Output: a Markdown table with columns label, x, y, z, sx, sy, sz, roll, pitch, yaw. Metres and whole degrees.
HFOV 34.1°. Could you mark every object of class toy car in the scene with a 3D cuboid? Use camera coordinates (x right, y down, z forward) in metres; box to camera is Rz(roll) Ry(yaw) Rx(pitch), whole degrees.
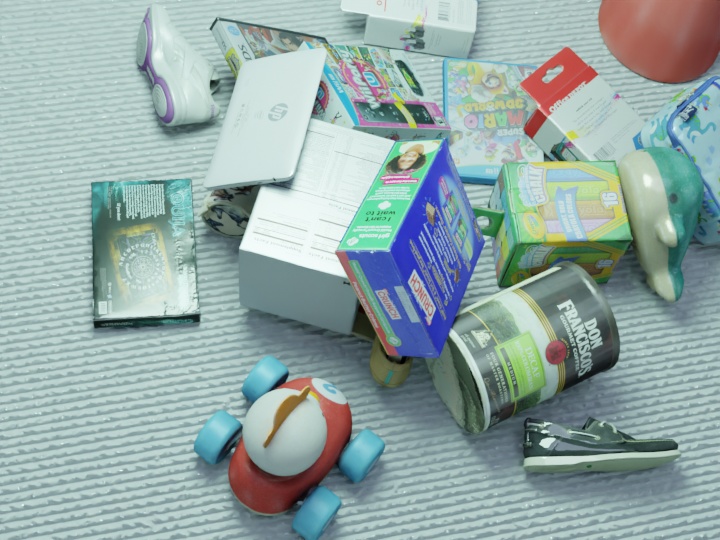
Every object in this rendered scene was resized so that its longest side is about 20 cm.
| label | x | y | z | sx | sy | sz | roll | pitch | yaw |
| --- | --- | --- | --- | --- | --- | --- | --- | --- | --- |
| toy car | -0.075 | 0.178 | 1.338 | 0.184 | 0.200 | 0.177 | 36 | 64 | 11 |

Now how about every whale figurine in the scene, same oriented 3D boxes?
| label | x | y | z | sx | sy | sz | roll | pitch | yaw |
| --- | --- | --- | --- | --- | --- | --- | --- | --- | --- |
| whale figurine | 0.401 | -0.064 | 1.534 | 0.103 | 0.159 | 0.202 | -15 | 104 | -1 |

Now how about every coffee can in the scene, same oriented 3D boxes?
| label | x | y | z | sx | sy | sz | roll | pitch | yaw |
| --- | --- | --- | --- | --- | --- | --- | --- | --- | --- |
| coffee can | 0.196 | 0.094 | 1.448 | 0.198 | 0.147 | 0.147 | -23 | 68 | -17 |

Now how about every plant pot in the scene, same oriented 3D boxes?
| label | x | y | z | sx | sy | sz | roll | pitch | yaw |
| --- | --- | --- | --- | --- | --- | --- | --- | --- | --- |
| plant pot | 0.468 | -0.408 | 1.723 | 0.198 | 0.178 | 0.202 | 3 | 63 | -7 |

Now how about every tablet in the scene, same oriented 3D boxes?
| label | x | y | z | sx | sy | sz | roll | pitch | yaw |
| --- | --- | --- | --- | --- | --- | --- | --- | --- | --- |
| tablet | -0.116 | -0.187 | 1.439 | 0.129 | 0.014 | 0.202 | -4 | 57 | 28 |

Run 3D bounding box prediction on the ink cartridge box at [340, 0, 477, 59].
| label | x | y | z | sx | sy | sz | roll | pitch | yaw |
| --- | --- | --- | --- | --- | --- | --- | --- | --- | --- |
| ink cartridge box | 0.069 | -0.389 | 1.721 | 0.198 | 0.068 | 0.116 | 8 | 62 | -4 |

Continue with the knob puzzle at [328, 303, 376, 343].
| label | x | y | z | sx | sy | sz | roll | pitch | yaw |
| --- | --- | --- | --- | --- | --- | --- | --- | --- | --- |
| knob puzzle | 0.000 | 0.000 | 1.534 | 0.217 | 0.031 | 0.222 | 3 | 64 | -6 |

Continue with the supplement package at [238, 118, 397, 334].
| label | x | y | z | sx | sy | sz | roll | pitch | yaw |
| --- | --- | --- | --- | --- | --- | --- | --- | --- | --- |
| supplement package | -0.052 | -0.057 | 1.453 | 0.149 | 0.152 | 0.202 | 15 | 62 | 2 |

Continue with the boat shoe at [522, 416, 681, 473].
| label | x | y | z | sx | sy | sz | roll | pitch | yaw |
| --- | --- | --- | --- | --- | --- | --- | --- | --- | --- |
| boat shoe | 0.297 | 0.211 | 1.442 | 0.197 | 0.072 | 0.068 | 2 | 67 | -5 |

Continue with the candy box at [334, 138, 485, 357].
| label | x | y | z | sx | sy | sz | roll | pitch | yaw |
| --- | --- | --- | --- | --- | --- | --- | --- | --- | --- |
| candy box | 0.064 | -0.027 | 1.376 | 0.076 | 0.170 | 0.201 | -3 | 41 | 29 |

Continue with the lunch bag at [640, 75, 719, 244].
| label | x | y | z | sx | sy | sz | roll | pitch | yaw |
| --- | --- | --- | --- | --- | --- | --- | --- | --- | --- |
| lunch bag | 0.485 | -0.154 | 1.610 | 0.160 | 0.082 | 0.201 | -37 | 100 | -31 |

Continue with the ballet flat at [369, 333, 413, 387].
| label | x | y | z | sx | sy | sz | roll | pitch | yaw |
| --- | --- | --- | --- | --- | --- | --- | --- | --- | --- |
| ballet flat | 0.056 | 0.047 | 1.466 | 0.068 | 0.063 | 0.202 | 11 | 62 | -5 |

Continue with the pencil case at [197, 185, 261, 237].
| label | x | y | z | sx | sy | sz | roll | pitch | yaw |
| --- | --- | --- | --- | --- | --- | --- | --- | --- | --- |
| pencil case | -0.149 | -0.140 | 1.558 | 0.089 | 0.078 | 0.202 | 25 | 61 | -14 |

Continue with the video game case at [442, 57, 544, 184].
| label | x | y | z | sx | sy | sz | roll | pitch | yaw |
| --- | --- | --- | --- | --- | --- | --- | --- | --- | --- |
| video game case | 0.188 | -0.212 | 1.675 | 0.141 | 0.018 | 0.202 | 4 | 63 | -6 |

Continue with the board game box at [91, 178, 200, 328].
| label | x | y | z | sx | sy | sz | roll | pitch | yaw |
| --- | --- | --- | --- | --- | --- | --- | --- | --- | --- |
| board game box | -0.277 | -0.025 | 1.511 | 0.134 | 0.028 | 0.202 | -2 | 63 | -9 |

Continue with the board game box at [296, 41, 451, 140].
| label | x | y | z | sx | sy | sz | roll | pitch | yaw |
| --- | --- | --- | --- | --- | --- | --- | --- | --- | --- |
| board game box | 0.011 | -0.227 | 1.582 | 0.199 | 0.064 | 0.148 | -6 | 59 | -46 |

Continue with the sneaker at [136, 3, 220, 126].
| label | x | y | z | sx | sy | sz | roll | pitch | yaw |
| --- | --- | --- | --- | --- | --- | --- | --- | --- | --- |
| sneaker | -0.253 | -0.283 | 1.635 | 0.099 | 0.075 | 0.202 | -4 | 62 | -31 |

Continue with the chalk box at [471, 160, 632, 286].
| label | x | y | z | sx | sy | sz | roll | pitch | yaw |
| --- | --- | --- | --- | --- | --- | --- | --- | --- | --- |
| chalk box | 0.237 | -0.060 | 1.544 | 0.198 | 0.125 | 0.125 | -3 | 63 | -7 |

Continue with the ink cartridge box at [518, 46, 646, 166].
| label | x | y | z | sx | sy | sz | roll | pitch | yaw |
| --- | --- | --- | --- | --- | --- | --- | --- | --- | --- |
| ink cartridge box | 0.313 | -0.202 | 1.644 | 0.116 | 0.067 | 0.200 | -38 | 81 | -25 |

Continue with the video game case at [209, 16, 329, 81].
| label | x | y | z | sx | sy | sz | roll | pitch | yaw |
| --- | --- | --- | --- | --- | --- | --- | --- | --- | --- |
| video game case | -0.089 | -0.260 | 1.596 | 0.199 | 0.026 | 0.182 | 0 | 52 | -44 |
